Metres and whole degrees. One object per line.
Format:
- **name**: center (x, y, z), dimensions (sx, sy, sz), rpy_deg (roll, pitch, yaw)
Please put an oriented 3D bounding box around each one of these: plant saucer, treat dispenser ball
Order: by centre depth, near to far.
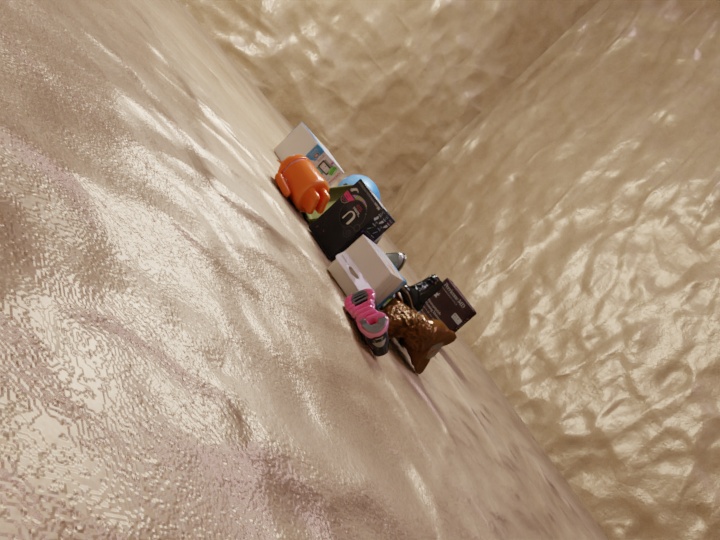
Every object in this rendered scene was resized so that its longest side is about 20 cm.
- **plant saucer**: center (-0.083, -0.187, 1.825), dimensions (0.201, 0.193, 0.049), rpy_deg (-118, -157, -55)
- **treat dispenser ball**: center (-0.015, -0.289, 2.503), dimensions (0.202, 0.200, 0.201), rpy_deg (48, 8, -8)

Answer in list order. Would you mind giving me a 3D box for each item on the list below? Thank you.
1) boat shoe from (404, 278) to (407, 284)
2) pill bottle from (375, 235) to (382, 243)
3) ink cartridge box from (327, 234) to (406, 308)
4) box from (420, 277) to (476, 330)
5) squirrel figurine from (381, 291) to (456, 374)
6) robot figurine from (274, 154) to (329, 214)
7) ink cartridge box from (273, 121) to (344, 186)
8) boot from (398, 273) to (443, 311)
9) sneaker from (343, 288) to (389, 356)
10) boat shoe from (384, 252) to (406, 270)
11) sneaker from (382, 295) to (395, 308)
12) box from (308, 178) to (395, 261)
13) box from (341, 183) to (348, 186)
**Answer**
- **boat shoe**: center (0.088, 0.025, 1.801), dimensions (0.074, 0.062, 0.200), rpy_deg (57, 9, 23)
- **pill bottle**: center (0.008, -0.117, 1.943), dimensions (0.116, 0.115, 0.200), rpy_deg (50, -17, 5)
- **ink cartridge box**: center (0.016, 0.011, 1.533), dimensions (0.130, 0.125, 0.200), rpy_deg (51, 7, 16)
- **box**: center (0.321, 0.162, 2.350), dimensions (0.167, 0.199, 0.164), rpy_deg (50, 8, 15)
- **squirrel figurine**: center (0.121, 0.135, 1.547), dimensions (0.187, 0.142, 0.200), rpy_deg (47, 2, 30)
- **robot figurine**: center (-0.166, -0.250, 1.739), dimensions (0.202, 0.142, 0.118), rpy_deg (53, -12, 29)
- **ink cartridge box**: center (-0.185, -0.397, 2.214), dimensions (0.147, 0.146, 0.199), rpy_deg (53, 9, 34)
- **boot**: center (0.167, 0.046, 1.705), dimensions (0.078, 0.138, 0.200), rpy_deg (48, -3, 17)
- **sneaker**: center (0.019, 0.115, 1.330), dimensions (0.201, 0.077, 0.097), rpy_deg (-115, -176, -61)
- **boat shoe**: center (0.065, -0.018, 1.903), dimensions (0.068, 0.076, 0.198), rpy_deg (32, -31, -23)
- **sneaker**: center (0.103, 0.122, 1.834), dimensions (0.199, 0.070, 0.085), rpy_deg (28, 46, -69)
- **box**: center (-0.023, -0.125, 1.660), dimensions (0.123, 0.199, 0.106), rpy_deg (52, 9, 28)
- **box**: center (-0.038, -0.181, 2.112), dimensions (0.201, 0.131, 0.115), rpy_deg (49, 11, -4)
